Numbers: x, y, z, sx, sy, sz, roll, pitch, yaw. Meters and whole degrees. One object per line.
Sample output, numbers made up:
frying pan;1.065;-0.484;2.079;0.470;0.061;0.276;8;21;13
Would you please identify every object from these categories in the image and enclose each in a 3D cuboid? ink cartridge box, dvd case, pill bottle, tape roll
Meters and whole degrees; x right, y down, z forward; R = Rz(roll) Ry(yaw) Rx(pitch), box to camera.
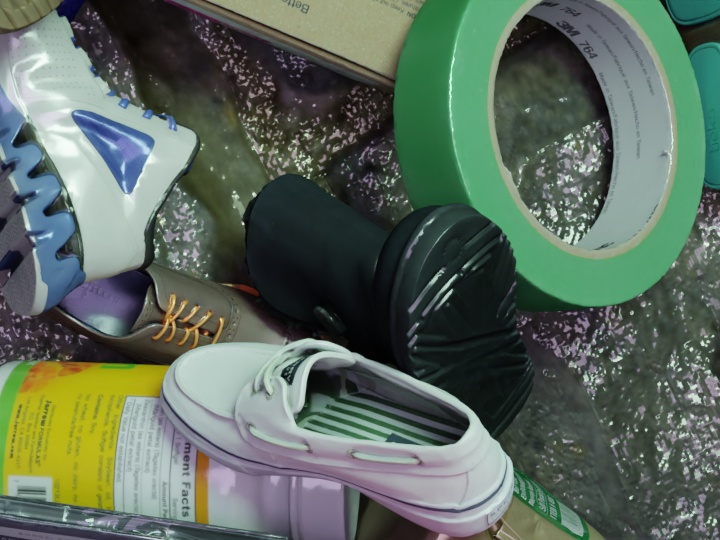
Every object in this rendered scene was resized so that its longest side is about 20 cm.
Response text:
ink cartridge box;-0.035;-0.207;0.802;0.199;0.075;0.165;20;92;-23
dvd case;-0.123;0.174;0.789;0.148;0.200;0.016;9;58;-5
pill bottle;-0.102;0.108;0.802;0.199;0.111;0.112;2;93;6
tape roll;0.109;-0.078;0.807;0.200;0.048;0.202;5;82;-38

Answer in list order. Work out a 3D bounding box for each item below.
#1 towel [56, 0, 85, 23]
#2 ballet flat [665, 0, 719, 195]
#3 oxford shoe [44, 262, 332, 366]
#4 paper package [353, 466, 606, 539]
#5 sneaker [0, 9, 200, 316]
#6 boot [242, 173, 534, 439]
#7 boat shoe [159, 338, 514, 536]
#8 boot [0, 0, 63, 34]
towel;-0.182;-0.249;0.824;0.147;0.050;0.200;34;90;-6
ballet flat;0.221;-0.145;0.865;0.065;0.070;0.201;-10;97;-31
oxford shoe;-0.103;0.035;0.833;0.199;0.073;0.072;20;91;-6
paper package;0.035;0.188;0.791;0.103;0.200;0.191;31;89;-7
sneaker;-0.154;-0.079;0.793;0.115;0.080;0.200;-10;81;-35
boot;0.000;0.000;0.758;0.168;0.200;0.076;33;75;28
boat shoe;-0.017;0.061;0.700;0.199;0.067;0.074;12;50;29
boot;-0.219;-0.191;0.735;0.165;0.073;0.201;2;50;11
